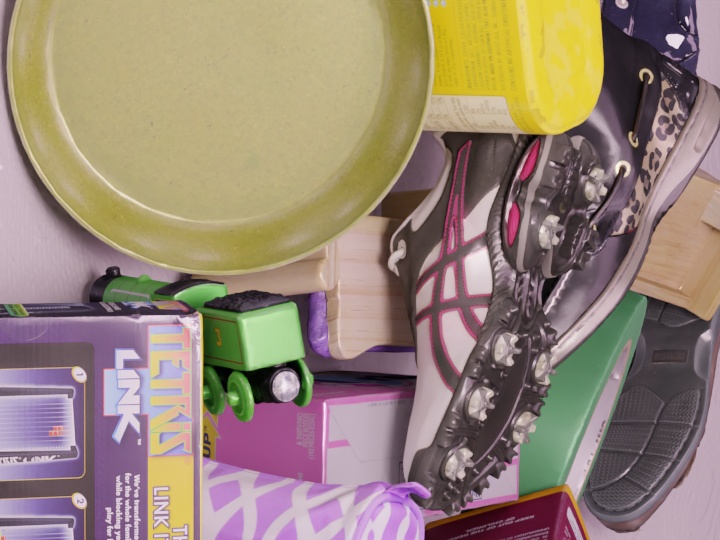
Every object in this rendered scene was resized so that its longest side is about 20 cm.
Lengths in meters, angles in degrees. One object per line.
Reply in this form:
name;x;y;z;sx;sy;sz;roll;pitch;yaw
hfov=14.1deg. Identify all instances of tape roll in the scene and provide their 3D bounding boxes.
tape roll;0.104;0.100;1.647;0.200;0.048;0.201;21;90;-81

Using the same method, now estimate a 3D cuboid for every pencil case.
pencil case;-0.069;0.118;1.332;0.084;0.199;0.086;43;62;-63

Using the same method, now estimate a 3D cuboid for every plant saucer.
plant saucer;-0.065;-0.098;1.363;0.031;0.199;0.201;-121;-155;-75

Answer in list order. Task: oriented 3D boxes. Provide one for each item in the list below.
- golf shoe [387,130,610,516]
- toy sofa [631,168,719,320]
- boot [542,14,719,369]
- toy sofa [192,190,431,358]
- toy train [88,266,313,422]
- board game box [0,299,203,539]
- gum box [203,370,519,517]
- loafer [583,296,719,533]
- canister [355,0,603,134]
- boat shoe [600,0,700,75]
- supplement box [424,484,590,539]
golf shoe;0.054;0.021;1.436;0.077;0.088;0.201;33;74;-58
toy sofa;0.156;-0.038;1.781;0.200;0.097;0.083;15;105;-57
boot;0.085;-0.058;1.508;0.154;0.073;0.204;40;69;-18
toy sofa;0.000;0.000;1.510;0.200;0.082;0.098;3;84;-58
toy train;-0.079;0.031;1.321;0.042;0.200;0.057;-14;100;-27
board game box;-0.152;0.114;1.244;0.164;0.057;0.201;0;95;-16
gum box;-0.010;0.089;1.489;0.200;0.113;0.067;-1;94;-57
loafer;0.197;0.086;1.853;0.063;0.072;0.201;60;43;-48
canister;0.013;-0.138;1.426;0.086;0.199;0.149;-26;114;-52
boat shoe;0.138;-0.085;1.596;0.075;0.092;0.201;133;-39;-86
supplement box;0.075;0.204;1.467;0.200;0.085;0.111;-65;136;-69
